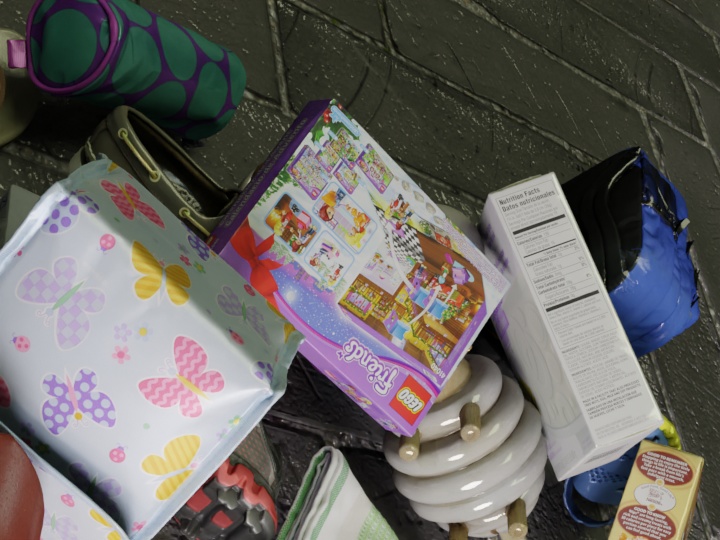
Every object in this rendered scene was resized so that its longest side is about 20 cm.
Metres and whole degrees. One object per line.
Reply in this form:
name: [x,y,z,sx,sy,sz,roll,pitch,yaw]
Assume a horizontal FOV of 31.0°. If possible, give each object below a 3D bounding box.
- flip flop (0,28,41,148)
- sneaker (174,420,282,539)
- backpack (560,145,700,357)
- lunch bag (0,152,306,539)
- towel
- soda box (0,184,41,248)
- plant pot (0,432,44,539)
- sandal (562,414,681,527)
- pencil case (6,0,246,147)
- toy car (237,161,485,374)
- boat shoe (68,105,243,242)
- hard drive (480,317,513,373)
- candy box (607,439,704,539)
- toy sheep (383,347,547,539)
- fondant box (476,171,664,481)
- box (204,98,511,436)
flip flop: [-0.279,-0.117,0.880,0.081,0.057,0.200,49,35,-3]
sneaker: [-0.125,0.095,0.855,0.200,0.071,0.098,44,36,-14]
backpack: [0.260,0.004,1.293,0.168,0.162,0.201,40,35,-20]
lunch bag: [-0.157,0.068,0.730,0.169,0.200,0.127,43,16,-7]
towel: [0.012,0.236,0.881,0.201,0.030,0.150,55,34,-20]
soda box: [-0.165,0.022,0.879,0.199,0.063,0.069,26,39,-32]
plant pot: [-0.236,0.165,0.578,0.200,0.201,0.196,36,29,-20]
sandal: [0.217,0.165,1.110,0.087,0.201,0.079,-39,60,-15]
pencil case: [-0.167,-0.152,0.977,0.200,0.091,0.086,12,74,-67]
toy car: [-0.014,0.004,1.011,0.199,0.174,0.151,28,76,-29]
boat shoe: [-0.104,-0.032,0.894,0.201,0.060,0.072,38,26,-11]
hard drive: [0.122,0.039,1.149,0.201,0.038,0.140,51,-2,-1]
candy box: [0.211,0.248,1.009,0.055,0.116,0.201,16,55,19]
toy sheep: [0.083,0.142,1.001,0.202,0.137,0.138,68,30,-20]
fondant box: [0.149,0.047,0.988,0.058,0.144,0.202,-18,73,-8]
box: [0.000,0.000,0.897,0.200,0.039,0.137,44,71,-25]
